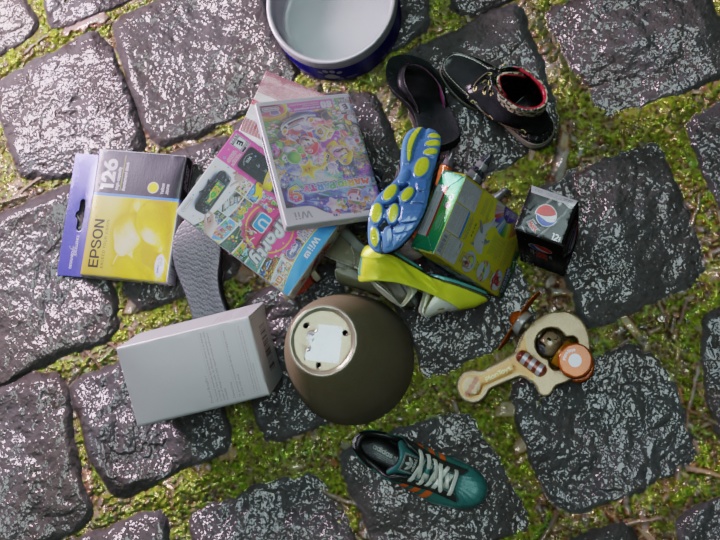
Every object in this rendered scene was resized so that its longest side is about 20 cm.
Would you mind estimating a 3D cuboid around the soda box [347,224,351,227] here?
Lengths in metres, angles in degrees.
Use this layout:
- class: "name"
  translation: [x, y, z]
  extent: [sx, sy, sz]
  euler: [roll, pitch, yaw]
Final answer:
- class: "soda box"
  translation: [-0.055, -0.164, 1.672]
  extent: [0.068, 0.063, 0.201]
  euler: [-36, 75, 1]

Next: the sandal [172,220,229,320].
- class: "sandal"
  translation: [-0.233, 0.014, 1.684]
  extent: [0.075, 0.043, 0.203]
  euler: [-8, 88, 8]

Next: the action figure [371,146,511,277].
- class: "action figure"
  translation: [0.098, -0.098, 1.592]
  extent: [0.200, 0.104, 0.194]
  euler: [42, 70, -9]

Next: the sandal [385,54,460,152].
- class: "sandal"
  translation: [0.094, -0.257, 1.642]
  extent: [0.074, 0.048, 0.202]
  euler: [-20, 53, -8]

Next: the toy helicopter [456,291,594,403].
- class: "toy helicopter"
  translation: [0.219, 0.118, 1.560]
  extent: [0.198, 0.079, 0.134]
  euler: [-27, 75, 8]

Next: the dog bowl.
- class: "dog bowl"
  translation: [-0.038, -0.394, 1.707]
  extent: [0.197, 0.079, 0.203]
  euler: [-2, 78, 10]

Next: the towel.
- class: "towel"
  translation: [-0.113, -0.172, 1.636]
  extent: [0.143, 0.023, 0.202]
  euler: [24, 84, 7]

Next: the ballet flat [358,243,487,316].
- class: "ballet flat"
  translation: [0.081, 0.025, 1.550]
  extent: [0.198, 0.067, 0.068]
  euler: [24, 85, -22]

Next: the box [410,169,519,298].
- class: "box"
  translation: [0.159, -0.045, 1.554]
  extent: [0.048, 0.199, 0.119]
  euler: [19, 82, 43]

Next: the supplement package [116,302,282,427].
- class: "supplement package"
  translation: [-0.225, 0.131, 1.604]
  extent: [0.197, 0.117, 0.118]
  euler: [-13, 97, 7]

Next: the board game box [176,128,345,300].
- class: "board game box"
  translation: [-0.133, -0.078, 1.582]
  extent: [0.199, 0.064, 0.148]
  euler: [36, 86, 6]

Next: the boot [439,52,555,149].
- class: "boot"
  translation: [0.192, -0.264, 1.598]
  extent: [0.203, 0.154, 0.074]
  euler: [40, 88, 15]

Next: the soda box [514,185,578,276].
- class: "soda box"
  translation: [0.253, -0.050, 1.520]
  extent: [0.070, 0.200, 0.064]
  euler: [20, 83, 14]

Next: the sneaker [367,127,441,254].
- class: "sneaker"
  translation: [0.066, -0.099, 1.517]
  extent: [0.070, 0.083, 0.201]
  euler: [12, 57, 16]

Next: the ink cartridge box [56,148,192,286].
- class: "ink cartridge box"
  translation: [-0.366, -0.084, 1.726]
  extent: [0.197, 0.047, 0.200]
  euler: [5, 81, 9]

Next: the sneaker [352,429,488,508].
- class: "sneaker"
  translation: [0.078, 0.274, 1.550]
  extent: [0.198, 0.080, 0.072]
  euler: [19, 83, 13]

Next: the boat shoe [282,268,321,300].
- class: "boat shoe"
  translation: [-0.132, -0.053, 1.665]
  extent: [0.062, 0.071, 0.201]
  euler: [-33, 79, 5]

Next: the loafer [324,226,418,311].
- class: "loafer"
  translation: [0.000, 0.000, 1.626]
  extent: [0.199, 0.075, 0.070]
  euler: [39, 87, 22]

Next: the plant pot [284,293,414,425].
- class: "plant pot"
  translation: [-0.029, 0.110, 1.543]
  extent: [0.185, 0.200, 0.190]
  euler: [-2, 79, 9]

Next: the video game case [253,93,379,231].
- class: "video game case"
  translation: [-0.058, -0.152, 1.563]
  extent: [0.141, 0.018, 0.202]
  euler: [-8, 65, -17]
